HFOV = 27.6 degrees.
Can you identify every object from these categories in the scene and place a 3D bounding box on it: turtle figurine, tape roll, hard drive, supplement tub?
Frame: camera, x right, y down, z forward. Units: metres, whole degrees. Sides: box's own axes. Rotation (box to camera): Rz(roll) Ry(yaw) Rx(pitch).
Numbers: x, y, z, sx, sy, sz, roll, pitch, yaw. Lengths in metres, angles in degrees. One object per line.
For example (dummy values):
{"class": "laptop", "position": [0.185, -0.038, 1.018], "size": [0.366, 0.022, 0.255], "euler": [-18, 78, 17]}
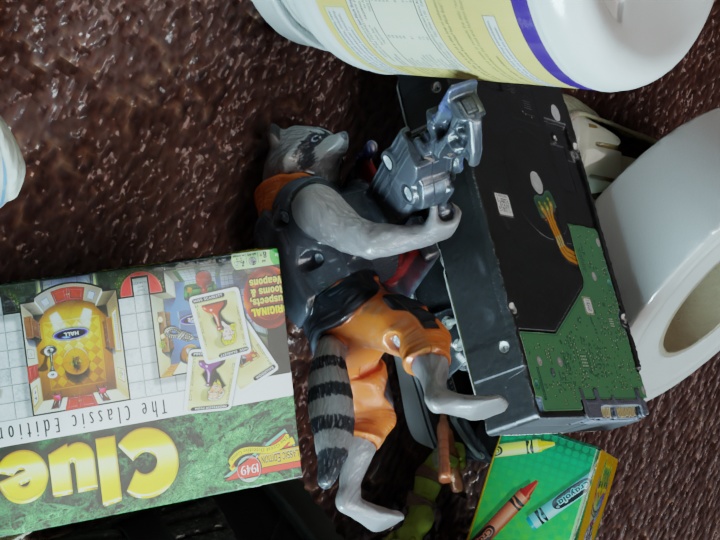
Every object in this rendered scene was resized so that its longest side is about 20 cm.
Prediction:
{"class": "turtle figurine", "position": [0.024, 0.195, 0.858], "size": [0.162, 0.063, 0.203], "euler": [65, 34, -61]}
{"class": "tape roll", "position": [0.209, -0.006, 0.949], "size": [0.201, 0.071, 0.204], "euler": [-33, 151, -21]}
{"class": "hard drive", "position": [0.089, -0.013, 0.792], "size": [0.139, 0.038, 0.203], "euler": [5, 66, -55]}
{"class": "supplement tub", "position": [0.051, -0.161, 0.676], "size": [0.144, 0.198, 0.148], "euler": [-14, 108, -47]}

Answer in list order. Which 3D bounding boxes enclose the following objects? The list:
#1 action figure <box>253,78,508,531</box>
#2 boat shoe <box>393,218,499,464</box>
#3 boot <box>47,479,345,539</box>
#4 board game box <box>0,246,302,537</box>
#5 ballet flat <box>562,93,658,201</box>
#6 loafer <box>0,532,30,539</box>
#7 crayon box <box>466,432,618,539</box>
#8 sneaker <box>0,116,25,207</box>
{"class": "action figure", "position": [0.000, 0.000, 0.708], "size": [0.103, 0.195, 0.201], "euler": [-10, 149, -23]}
{"class": "boat shoe", "position": [0.051, 0.032, 0.851], "size": [0.072, 0.067, 0.202], "euler": [-38, 129, -33]}
{"class": "boot", "position": [-0.057, 0.195, 0.708], "size": [0.157, 0.211, 0.080], "euler": [-22, 151, -46]}
{"class": "board game box", "position": [-0.123, 0.054, 0.625], "size": [0.197, 0.023, 0.106], "euler": [-9, 97, -23]}
{"class": "ballet flat", "position": [0.154, -0.073, 0.934], "size": [0.199, 0.062, 0.068], "euler": [2, 100, -48]}
{"class": "loafer", "position": [-0.115, 0.061, 0.675], "size": [0.199, 0.068, 0.077], "euler": [-37, 128, -34]}
{"class": "crayon box", "position": [0.107, 0.158, 0.879], "size": [0.200, 0.058, 0.120], "euler": [34, 73, -75]}
{"class": "sneaker", "position": [-0.188, -0.098, 0.541], "size": [0.072, 0.072, 0.202], "euler": [-33, 123, -25]}
